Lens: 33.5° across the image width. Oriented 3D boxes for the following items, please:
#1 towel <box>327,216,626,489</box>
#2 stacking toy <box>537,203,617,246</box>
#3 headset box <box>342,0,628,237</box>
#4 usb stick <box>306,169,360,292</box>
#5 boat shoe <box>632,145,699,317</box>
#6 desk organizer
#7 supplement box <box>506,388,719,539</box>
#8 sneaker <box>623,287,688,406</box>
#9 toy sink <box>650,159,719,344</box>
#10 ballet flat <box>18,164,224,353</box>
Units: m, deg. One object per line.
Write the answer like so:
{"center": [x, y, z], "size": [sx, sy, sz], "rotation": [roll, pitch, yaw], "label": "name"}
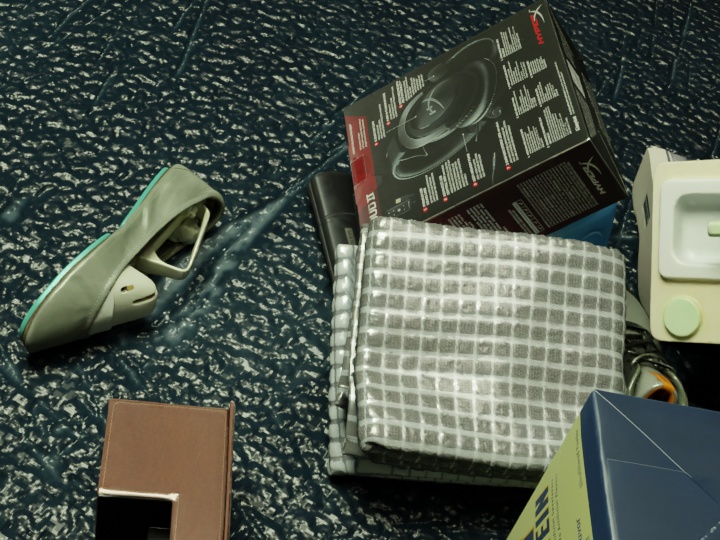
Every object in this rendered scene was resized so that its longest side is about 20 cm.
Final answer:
{"center": [0.079, 0.057, 0.792], "size": [0.197, 0.086, 0.168], "rotation": [7, 76, -12], "label": "towel"}
{"center": [0.098, -0.053, 0.957], "size": [0.116, 0.111, 0.199], "rotation": [-30, 51, -34], "label": "stacking toy"}
{"center": [0.077, -0.084, 0.878], "size": [0.077, 0.199, 0.150], "rotation": [42, 29, -43], "label": "headset box"}
{"center": [0.000, 0.000, 0.908], "size": [0.055, 0.033, 0.201], "rotation": [6, 45, -23], "label": "usb stick"}
{"center": [0.283, -0.028, 0.995], "size": [0.092, 0.075, 0.201], "rotation": [10, 45, 0], "label": "boat shoe"}
{"center": [-0.115, 0.173, 0.676], "size": [0.076, 0.072, 0.201], "rotation": [6, 46, -9], "label": "desk organizer"}
{"center": [0.190, 0.195, 0.662], "size": [0.197, 0.201, 0.135], "rotation": [11, 44, -8], "label": "supplement box"}
{"center": [0.202, 0.080, 0.864], "size": [0.073, 0.080, 0.202], "rotation": [7, 45, -10], "label": "sneaker"}
{"center": [0.279, -0.013, 0.863], "size": [0.111, 0.132, 0.199], "rotation": [1, 2, 35], "label": "toy sink"}
{"center": [-0.157, -0.004, 0.837], "size": [0.063, 0.068, 0.201], "rotation": [31, 46, 3], "label": "ballet flat"}
